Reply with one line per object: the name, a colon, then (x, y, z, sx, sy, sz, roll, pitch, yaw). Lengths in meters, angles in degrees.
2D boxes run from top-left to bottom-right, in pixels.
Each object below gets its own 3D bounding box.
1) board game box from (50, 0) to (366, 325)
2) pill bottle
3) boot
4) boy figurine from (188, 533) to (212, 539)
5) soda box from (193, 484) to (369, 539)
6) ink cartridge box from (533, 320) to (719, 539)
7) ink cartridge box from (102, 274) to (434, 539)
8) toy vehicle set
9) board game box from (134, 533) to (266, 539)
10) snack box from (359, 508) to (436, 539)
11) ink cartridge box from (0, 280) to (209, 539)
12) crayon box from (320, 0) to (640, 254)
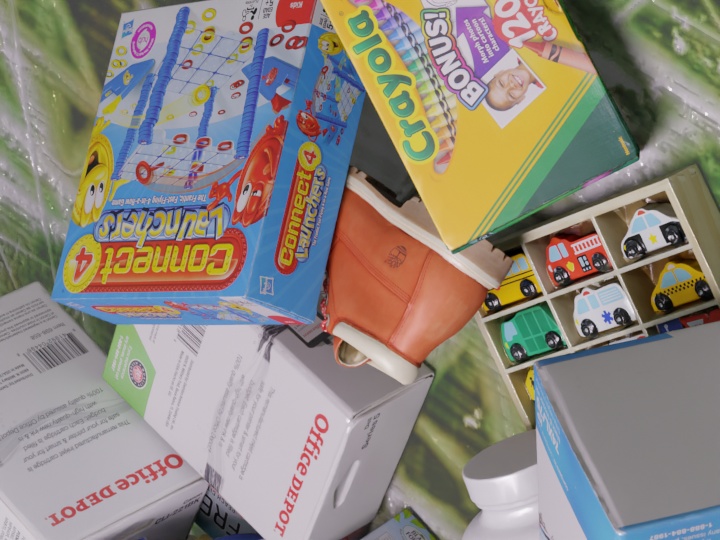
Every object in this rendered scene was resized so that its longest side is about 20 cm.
board game box: (-0.090, -0.067, 1.688, 0.200, 0.056, 0.196, -2, 71, 48)
pill bottle: (0.127, 0.197, 1.634, 0.111, 0.111, 0.200, -7, 110, 50)
boot: (0.000, 0.000, 1.644, 0.075, 0.107, 0.200, 33, 179, -32)
boy figurine: (-0.092, 0.248, 1.956, 0.200, 0.064, 0.124, -5, 105, 52)
soda box: (-0.085, 0.140, 1.883, 0.200, 0.064, 0.068, 40, 136, 27)
ink cartridge box: (0.183, 0.152, 1.469, 0.146, 0.147, 0.200, -114, 16, -51)
ink cartridge box: (-0.064, 0.070, 1.798, 0.200, 0.084, 0.146, 42, 135, 24)
toy vehicle set: (0.145, 0.024, 1.587, 0.200, 0.027, 0.124, -22, 95, 52)
board game box: (-0.159, 0.258, 1.834, 0.062, 0.200, 0.200, 59, 144, 28)
snack box: (-0.030, 0.261, 1.829, 0.053, 0.142, 0.200, 46, 138, 18)
ink cartridge box: (-0.220, 0.121, 1.857, 0.200, 0.144, 0.084, 45, 138, 24)
crayon box: (0.058, -0.125, 1.523, 0.119, 0.058, 0.200, -27, 91, 8)
